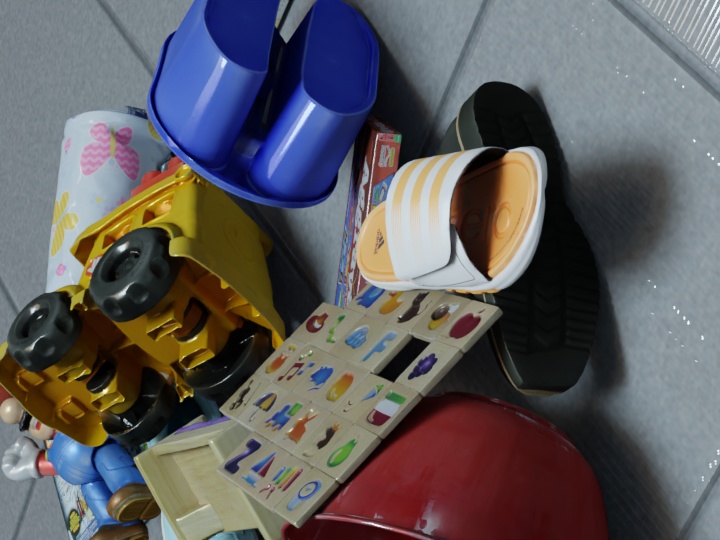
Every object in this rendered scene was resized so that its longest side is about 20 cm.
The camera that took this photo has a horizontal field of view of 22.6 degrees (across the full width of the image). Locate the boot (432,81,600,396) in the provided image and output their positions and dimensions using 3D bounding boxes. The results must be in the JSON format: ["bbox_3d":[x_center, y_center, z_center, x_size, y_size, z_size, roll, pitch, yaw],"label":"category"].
[{"bbox_3d":[0.075,0.004,1.111,0.138,0.077,0.201,-45,41,50],"label":"boot"}]

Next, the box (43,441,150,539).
[{"bbox_3d":[-0.207,0.144,1.533,0.200,0.040,0.137,-51,50,42],"label":"box"}]

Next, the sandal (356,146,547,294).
[{"bbox_3d":[0.034,-0.024,1.045,0.206,0.059,0.079,-16,66,59],"label":"sandal"}]

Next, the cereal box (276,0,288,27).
[{"bbox_3d":[-0.073,-0.293,1.342,0.144,0.039,0.200,58,134,38],"label":"cereal box"}]

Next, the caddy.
[{"bbox_3d":[-0.067,-0.122,1.222,0.105,0.141,0.200,-56,16,31],"label":"caddy"}]

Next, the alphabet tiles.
[{"bbox_3d":[-0.017,0.069,1.078,0.167,0.008,0.200,-46,21,-12],"label":"alphabet tiles"}]

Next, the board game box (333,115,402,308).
[{"bbox_3d":[0.000,0.000,1.217,0.103,0.019,0.201,-127,43,-76],"label":"board game box"}]

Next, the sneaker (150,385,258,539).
[{"bbox_3d":[-0.124,0.170,1.362,0.082,0.074,0.200,81,169,-61],"label":"sneaker"}]

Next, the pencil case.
[{"bbox_3d":[-0.206,-0.030,1.460,0.083,0.091,0.201,-11,68,52],"label":"pencil case"}]

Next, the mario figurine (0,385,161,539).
[{"bbox_3d":[-0.246,0.142,1.458,0.123,0.106,0.200,-42,58,4],"label":"mario figurine"}]

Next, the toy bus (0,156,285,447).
[{"bbox_3d":[-0.164,0.009,1.348,0.200,0.136,0.192,-30,39,22],"label":"toy bus"}]

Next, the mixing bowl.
[{"bbox_3d":[0.066,0.140,1.041,0.200,0.200,0.109,-11,49,55],"label":"mixing bowl"}]

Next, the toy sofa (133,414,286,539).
[{"bbox_3d":[-0.075,0.133,1.244,0.083,0.097,0.200,60,156,-3],"label":"toy sofa"}]
